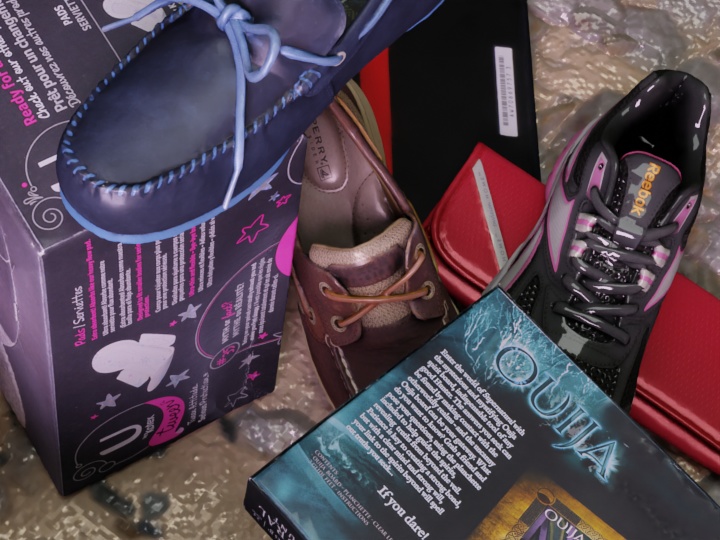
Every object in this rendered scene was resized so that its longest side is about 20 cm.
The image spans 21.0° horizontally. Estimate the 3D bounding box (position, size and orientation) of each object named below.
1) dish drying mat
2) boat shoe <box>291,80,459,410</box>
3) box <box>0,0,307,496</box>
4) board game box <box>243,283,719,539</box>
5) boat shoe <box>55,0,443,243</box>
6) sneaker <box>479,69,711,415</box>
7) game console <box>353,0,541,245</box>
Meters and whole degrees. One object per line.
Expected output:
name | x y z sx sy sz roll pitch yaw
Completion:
dish drying mat | 0.119 0.022 0.889 0.199 0.018 0.077 34 60 6
boat shoe | 0.000 0.000 0.844 0.071 0.072 0.202 -18 81 5
box | -0.108 -0.023 0.797 0.114 0.201 0.133 -25 64 -21
board game box | 0.071 0.114 0.717 0.135 0.028 0.200 -35 70 -26
boat shoe | -0.036 -0.093 0.690 0.084 0.069 0.200 33 58 12
sneaker | 0.104 -0.011 0.839 0.080 0.087 0.201 21 54 -5
game console | -0.001 -0.087 0.953 0.175 0.031 0.202 5 59 -10
